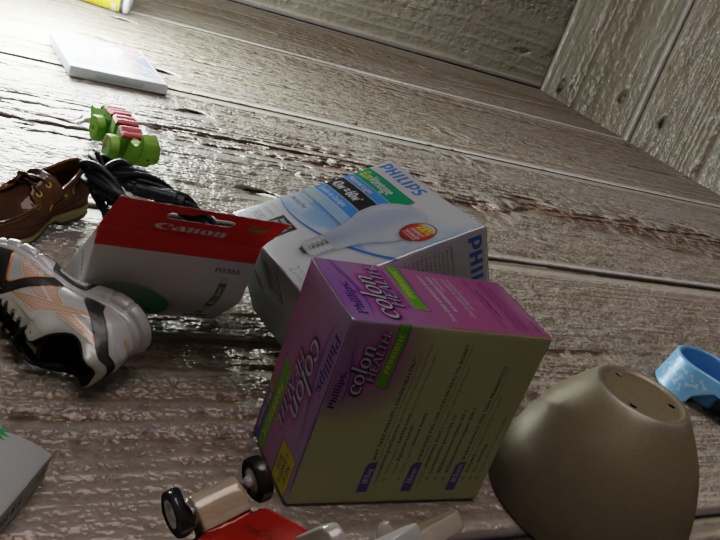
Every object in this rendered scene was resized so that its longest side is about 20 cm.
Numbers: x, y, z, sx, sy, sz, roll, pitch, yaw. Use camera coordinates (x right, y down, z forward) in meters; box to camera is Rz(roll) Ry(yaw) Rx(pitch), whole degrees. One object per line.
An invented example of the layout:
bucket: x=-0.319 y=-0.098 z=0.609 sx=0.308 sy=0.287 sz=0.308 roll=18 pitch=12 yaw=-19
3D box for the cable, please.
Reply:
cable: x=-0.239 y=-0.073 z=0.974 sx=0.200 sy=0.051 sz=0.163 roll=45 pitch=22 yaw=15

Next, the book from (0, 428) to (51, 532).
book: x=-0.294 y=0.150 z=0.508 sx=0.132 sy=0.049 sz=0.200 roll=24 pitch=21 yaw=-3

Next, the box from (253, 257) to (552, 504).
box: x=0.033 y=0.099 z=0.726 sx=0.197 sy=0.178 sz=0.097 roll=6 pitch=26 yaw=-30

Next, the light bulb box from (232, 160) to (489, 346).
light bulb box: x=0.000 y=0.000 z=0.867 sx=0.198 sy=0.126 sz=0.198 roll=-20 pitch=34 yaw=-20

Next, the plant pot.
plant pot: x=0.239 y=0.171 z=0.802 sx=0.197 sy=0.136 sz=0.201 roll=18 pitch=22 yaw=-8

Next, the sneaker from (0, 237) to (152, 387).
sneaker: x=-0.284 y=0.035 z=0.731 sx=0.197 sy=0.075 sz=0.080 roll=20 pitch=38 yaw=14

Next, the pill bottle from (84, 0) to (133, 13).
pill bottle: x=-0.633 y=-0.691 z=1.990 sx=0.197 sy=0.113 sz=0.112 roll=15 pitch=23 yaw=-14

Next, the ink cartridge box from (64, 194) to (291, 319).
ink cartridge box: x=-0.174 y=-0.003 z=0.782 sx=0.159 sy=0.051 sz=0.199 roll=7 pitch=-18 yaw=-30

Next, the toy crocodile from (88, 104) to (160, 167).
toy crocodile: x=-0.342 y=-0.199 z=1.212 sx=0.067 sy=0.063 sz=0.200 roll=4 pitch=28 yaw=-35

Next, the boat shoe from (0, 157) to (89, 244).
boat shoe: x=-0.363 y=-0.080 z=0.918 sx=0.071 sy=0.068 sz=0.200 roll=24 pitch=23 yaw=7

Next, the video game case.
video game case: x=-0.472 y=-0.389 z=1.573 sx=0.180 sy=0.023 sz=0.200 roll=5 pitch=27 yaw=-34

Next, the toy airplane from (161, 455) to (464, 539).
toy airplane: x=-0.039 y=0.199 z=0.488 sx=0.197 sy=0.144 sz=0.199 roll=-10 pitch=6 yaw=10

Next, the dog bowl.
dog bowl: x=0.501 y=0.171 z=1.145 sx=0.199 sy=0.050 sz=0.111 roll=36 pitch=27 yaw=33
